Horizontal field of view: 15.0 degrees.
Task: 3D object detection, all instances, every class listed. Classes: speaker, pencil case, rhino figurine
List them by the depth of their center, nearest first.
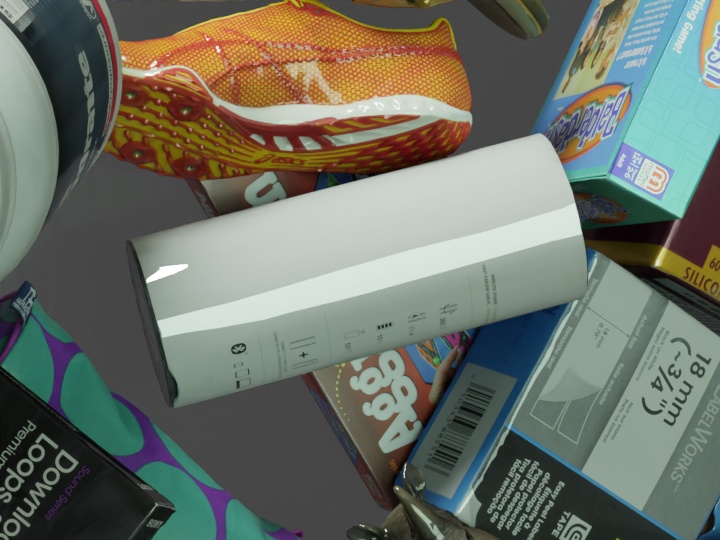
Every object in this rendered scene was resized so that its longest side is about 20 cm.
[{"bbox_3d":[-0.112,0.095,1.217,0.200,0.085,0.093,45,40,-23],"label":"pencil case"},{"bbox_3d":[0.000,0.000,1.239,0.199,0.081,0.082,-15,100,-8],"label":"speaker"},{"bbox_3d":[0.051,0.150,1.243,0.060,0.087,0.200,-44,139,-8],"label":"rhino figurine"}]

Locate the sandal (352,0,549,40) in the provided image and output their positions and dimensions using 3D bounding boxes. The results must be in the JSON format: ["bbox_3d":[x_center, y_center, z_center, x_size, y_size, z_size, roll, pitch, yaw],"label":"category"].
[{"bbox_3d":[-0.005,-0.152,1.228,0.200,0.080,0.054,29,95,-24],"label":"sandal"}]

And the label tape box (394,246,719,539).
[{"bbox_3d":[0.134,0.094,1.338,0.200,0.063,0.145,34,81,-30],"label":"label tape box"}]

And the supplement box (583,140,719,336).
[{"bbox_3d":[0.201,-0.071,1.364,0.110,0.086,0.201,27,81,-25],"label":"supplement box"}]

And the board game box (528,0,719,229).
[{"bbox_3d":[0.148,-0.118,1.293,0.045,0.152,0.201,28,83,-13],"label":"board game box"}]

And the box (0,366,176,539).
[{"bbox_3d":[-0.196,0.092,1.128,0.200,0.036,0.143,37,90,10],"label":"box"}]

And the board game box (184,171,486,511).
[{"bbox_3d":[0.003,0.004,1.307,0.103,0.019,0.200,-36,108,-19],"label":"board game box"}]

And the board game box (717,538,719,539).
[{"bbox_3d":[0.152,0.195,1.313,0.200,0.032,0.121,-4,104,-66],"label":"board game box"}]

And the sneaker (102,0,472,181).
[{"bbox_3d":[-0.048,-0.086,1.244,0.199,0.073,0.077,3,58,-22],"label":"sneaker"}]

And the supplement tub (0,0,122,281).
[{"bbox_3d":[-0.179,-0.062,1.093,0.140,0.200,0.141,2,108,6],"label":"supplement tub"}]
